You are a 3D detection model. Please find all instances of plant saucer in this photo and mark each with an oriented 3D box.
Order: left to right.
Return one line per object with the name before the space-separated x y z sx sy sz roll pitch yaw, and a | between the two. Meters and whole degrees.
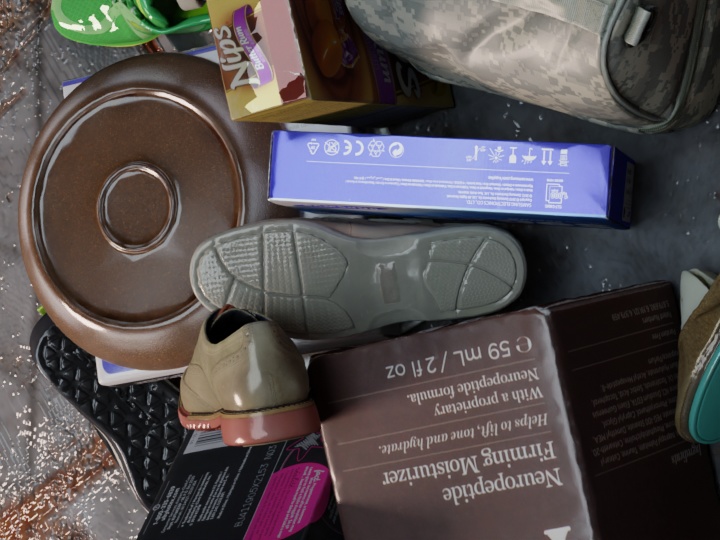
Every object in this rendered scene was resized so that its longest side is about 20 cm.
plant saucer | -0.134 -0.038 1.304 0.199 0.032 0.202 -1 86 22

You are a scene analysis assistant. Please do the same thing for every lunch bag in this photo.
lunch bag | 0.101 -0.157 1.160 0.199 0.167 0.141 20 105 29

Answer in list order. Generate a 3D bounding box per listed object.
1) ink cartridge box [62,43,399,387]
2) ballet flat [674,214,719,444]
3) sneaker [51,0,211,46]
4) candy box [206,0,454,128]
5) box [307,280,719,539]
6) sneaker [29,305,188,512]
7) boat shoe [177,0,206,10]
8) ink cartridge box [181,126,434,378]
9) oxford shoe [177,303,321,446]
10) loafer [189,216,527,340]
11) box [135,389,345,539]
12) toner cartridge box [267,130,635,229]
ink cartridge box | -0.085 -0.040 1.323 0.196 0.047 0.202 -10 81 20
ballet flat | 0.220 -0.001 1.166 0.072 0.067 0.201 45 117 44
sneaker | -0.130 -0.188 1.356 0.199 0.083 0.075 -4 92 34
candy box | -0.017 -0.147 1.216 0.056 0.200 0.118 -14 87 24
box | 0.096 0.123 1.190 0.165 0.164 0.202 -14 87 33
sneaker | -0.146 0.096 1.409 0.072 0.083 0.200 -37 93 -2
boat shoe | -0.075 -0.236 1.282 0.061 0.201 0.075 -5 129 11
ink cartridge box | -0.043 -0.006 1.353 0.199 0.050 0.163 -29 78 13
oxford shoe | -0.066 0.055 1.207 0.200 0.070 0.075 -179 80 -72
loafer | 0.000 0.000 1.244 0.198 0.063 0.073 -1 102 4
box | -0.049 0.170 1.248 0.131 0.201 0.115 -12 121 26
toner cartridge box | 0.054 -0.052 1.209 0.198 0.095 0.044 4 87 16
